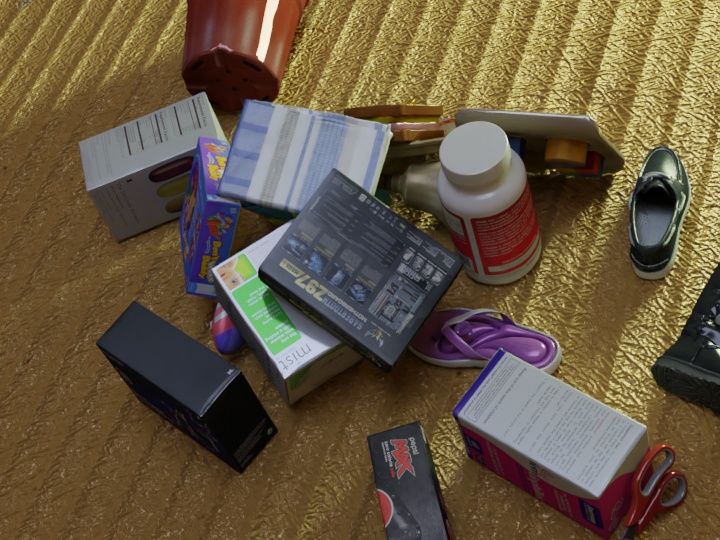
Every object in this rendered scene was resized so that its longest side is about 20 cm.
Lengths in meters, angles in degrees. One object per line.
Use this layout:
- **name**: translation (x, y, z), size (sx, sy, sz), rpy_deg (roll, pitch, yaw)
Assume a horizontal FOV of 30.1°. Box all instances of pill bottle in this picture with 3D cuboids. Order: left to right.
- **pill bottle**: translation (0.157, -0.084, 1.651), size (0.110, 0.201, 0.114), rpy_deg (-9, 50, 11)

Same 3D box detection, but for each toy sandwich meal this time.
- **toy sandwich meal**: translation (0.065, -0.198, 1.797), size (0.202, 0.071, 0.205), rpy_deg (-7, 11, 1)

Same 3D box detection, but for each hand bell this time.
- **hand bell**: translation (0.030, -0.115, 1.759), size (0.197, 0.105, 0.105), rpy_deg (7, 54, 10)

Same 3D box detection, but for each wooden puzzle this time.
- **wooden puzzle**: translation (0.229, -0.152, 1.697), size (0.182, 0.200, 0.047), rpy_deg (7, 82, 23)

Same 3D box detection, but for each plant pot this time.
- **plant pot**: translation (-0.181, -0.357, 2.000), size (0.197, 0.201, 0.198), rpy_deg (-3, 60, 16)

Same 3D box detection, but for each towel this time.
- **towel**: translation (-0.069, -0.136, 1.679), size (0.197, 0.024, 0.149), rpy_deg (12, 68, 8)

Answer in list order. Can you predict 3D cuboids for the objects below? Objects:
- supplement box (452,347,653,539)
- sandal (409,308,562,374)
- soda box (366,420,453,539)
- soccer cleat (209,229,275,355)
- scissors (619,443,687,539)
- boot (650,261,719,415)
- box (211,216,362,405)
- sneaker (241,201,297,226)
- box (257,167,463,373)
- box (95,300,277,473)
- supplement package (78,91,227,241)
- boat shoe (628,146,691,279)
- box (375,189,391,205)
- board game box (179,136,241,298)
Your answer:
- **supplement box**: translation (0.214, 0.190, 1.482), size (0.198, 0.102, 0.104), rpy_deg (26, 64, 33)
- **sandal**: translation (0.148, 0.078, 1.626), size (0.200, 0.050, 0.083), rpy_deg (8, 56, 24)
- **soda box**: translation (0.060, 0.273, 1.493), size (0.070, 0.064, 0.202), rpy_deg (-17, 49, 4)
- **soccer cleat**: translation (-0.129, 0.024, 1.748), size (0.076, 0.067, 0.201), rpy_deg (-2, 46, 37)
- **scissors**: translation (0.282, 0.274, 1.418), size (0.200, 0.073, 0.014), rpy_deg (-48, 26, -18)
- **boot**: translation (0.450, 0.073, 1.525), size (0.164, 0.066, 0.200), rpy_deg (26, 60, 31)
- **box**: translation (-0.056, 0.034, 1.664), size (0.198, 0.097, 0.177), rpy_deg (-31, 67, -13)
- **sneaker**: translation (-0.122, -0.106, 1.783), size (0.199, 0.104, 0.077), rpy_deg (17, 86, 64)
- **box**: translation (0.000, 0.000, 1.589), size (0.199, 0.051, 0.159), rpy_deg (35, 73, 6)
- **box**: translation (-0.213, 0.142, 1.637), size (0.199, 0.142, 0.079), rpy_deg (28, 65, 34)
- **supplement package**: translation (-0.285, -0.148, 1.908), size (0.197, 0.114, 0.110), rpy_deg (-22, 48, 1)
- **boat shoe**: translation (0.374, -0.086, 1.672), size (0.074, 0.061, 0.202), rpy_deg (-2, 52, 17)
- **box**: translation (-0.047, -0.139, 1.863), size (0.082, 0.049, 0.200), rpy_deg (-35, 50, -11)
- **board game box**: translation (-0.201, -0.073, 1.770), size (0.044, 0.136, 0.201), rpy_deg (9, 27, -15)
